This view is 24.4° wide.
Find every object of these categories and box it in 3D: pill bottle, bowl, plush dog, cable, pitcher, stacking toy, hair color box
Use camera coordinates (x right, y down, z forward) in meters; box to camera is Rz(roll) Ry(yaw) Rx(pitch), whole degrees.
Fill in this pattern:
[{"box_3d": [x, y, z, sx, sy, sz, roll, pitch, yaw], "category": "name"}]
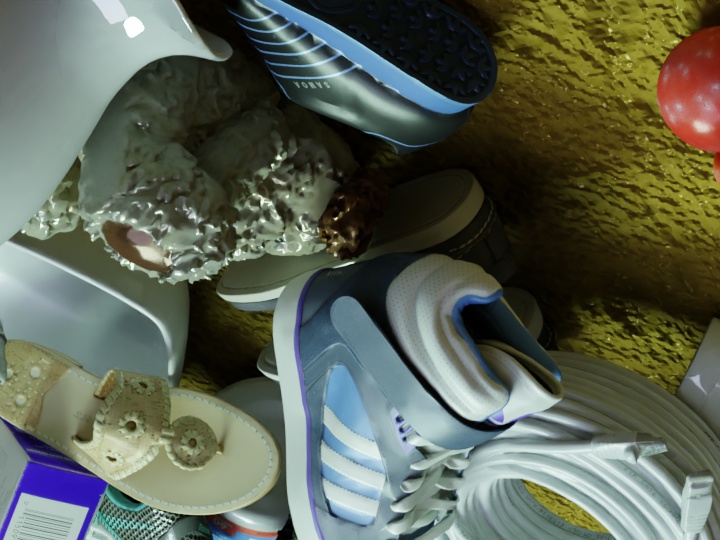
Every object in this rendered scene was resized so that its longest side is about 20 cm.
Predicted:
[{"box_3d": [-0.078, 0.166, 1.190, 0.112, 0.112, 0.200, 25, 148, 3], "category": "pill bottle"}, {"box_3d": [-0.199, 0.015, 1.096, 0.199, 0.075, 0.200, 24, 149, 4], "category": "bowl"}, {"box_3d": [-0.076, -0.063, 0.863, 0.172, 0.161, 0.200, 30, 171, -40], "category": "plush dog"}, {"box_3d": [0.111, 0.132, 0.920, 0.200, 0.069, 0.200, 11, 133, 27], "category": "cable"}, {"box_3d": [-0.181, -0.099, 0.751, 0.172, 0.200, 0.121, 57, -173, 30], "category": "pitcher"}, {"box_3d": [0.205, -0.029, 0.738, 0.200, 0.085, 0.085, 47, 144, -20], "category": "stacking toy"}, {"box_3d": [-0.244, 0.147, 1.129, 0.065, 0.109, 0.200, 19, -173, -32], "category": "hair color box"}]

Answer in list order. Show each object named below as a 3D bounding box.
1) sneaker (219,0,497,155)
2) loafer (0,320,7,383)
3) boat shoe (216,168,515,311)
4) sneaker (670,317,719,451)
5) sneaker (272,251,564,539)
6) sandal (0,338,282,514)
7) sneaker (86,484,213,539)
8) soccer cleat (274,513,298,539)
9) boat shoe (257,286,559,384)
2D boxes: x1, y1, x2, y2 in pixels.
[{"box_3d": [-0.034, -0.123, 0.777, 0.200, 0.070, 0.078, 36, 146, -9], "category": "sneaker"}, {"box_3d": [-0.317, 0.067, 1.027, 0.200, 0.070, 0.070, -17, 158, -9], "category": "loafer"}, {"box_3d": [0.000, 0.000, 0.930, 0.200, 0.073, 0.063, -15, 126, 42], "category": "boat shoe"}, {"box_3d": [0.219, 0.116, 0.936, 0.115, 0.074, 0.200, 24, 147, 11], "category": "sneaker"}, {"box_3d": [0.038, 0.089, 0.830, 0.146, 0.081, 0.200, -3, 103, 41], "category": "sneaker"}, {"box_3d": [-0.156, 0.094, 1.020, 0.211, 0.078, 0.070, 19, 176, 20], "category": "sandal"}, {"box_3d": [-0.156, 0.143, 1.119, 0.200, 0.078, 0.091, 27, 131, 44], "category": "sneaker"}, {"box_3d": [-0.012, 0.144, 1.060, 0.081, 0.200, 0.068, 53, 174, -18], "category": "soccer cleat"}, {"box_3d": [0.029, 0.054, 0.992, 0.200, 0.074, 0.060, -10, 129, 33], "category": "boat shoe"}]
